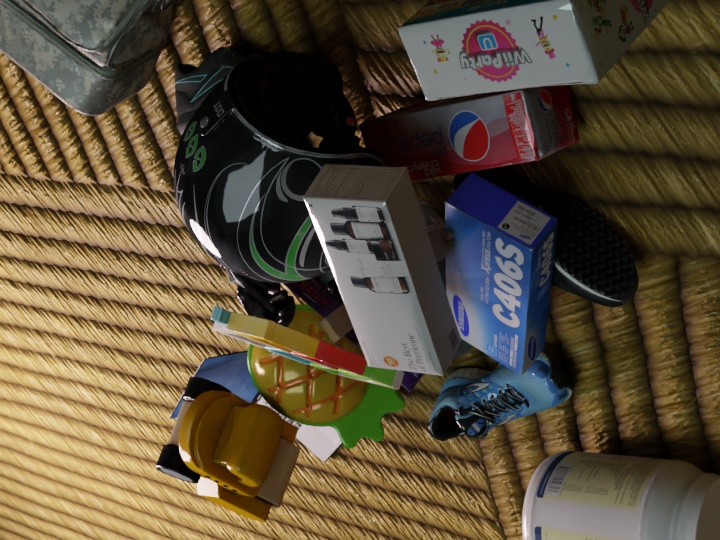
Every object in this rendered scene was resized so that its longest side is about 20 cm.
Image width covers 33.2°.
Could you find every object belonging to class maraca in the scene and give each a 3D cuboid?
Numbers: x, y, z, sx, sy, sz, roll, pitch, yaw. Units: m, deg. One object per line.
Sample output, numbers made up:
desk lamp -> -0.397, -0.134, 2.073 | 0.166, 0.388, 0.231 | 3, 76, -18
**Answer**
maraca -> -0.041, 0.125, 1.429 | 0.199, 0.107, 0.138 | 34, 100, -6

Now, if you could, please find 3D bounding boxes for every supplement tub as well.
supplement tub -> 0.282, 0.265, 1.241 | 0.198, 0.145, 0.146 | -1, 125, 43

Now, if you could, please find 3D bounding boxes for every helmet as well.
helmet -> -0.076, -0.083, 1.123 | 0.199, 0.200, 0.192 | 35, 132, 10

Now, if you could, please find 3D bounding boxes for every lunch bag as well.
lunch bag -> -0.293, -0.290, 1.250 | 0.199, 0.139, 0.168 | 39, 127, 4

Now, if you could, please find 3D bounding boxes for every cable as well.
cable -> -0.137, -0.008, 1.341 | 0.164, 0.051, 0.200 | 49, -176, -12

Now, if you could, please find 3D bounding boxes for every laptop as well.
laptop -> -0.116, 0.182, 1.548 | 0.199, 0.116, 0.188 | 41, 144, 3

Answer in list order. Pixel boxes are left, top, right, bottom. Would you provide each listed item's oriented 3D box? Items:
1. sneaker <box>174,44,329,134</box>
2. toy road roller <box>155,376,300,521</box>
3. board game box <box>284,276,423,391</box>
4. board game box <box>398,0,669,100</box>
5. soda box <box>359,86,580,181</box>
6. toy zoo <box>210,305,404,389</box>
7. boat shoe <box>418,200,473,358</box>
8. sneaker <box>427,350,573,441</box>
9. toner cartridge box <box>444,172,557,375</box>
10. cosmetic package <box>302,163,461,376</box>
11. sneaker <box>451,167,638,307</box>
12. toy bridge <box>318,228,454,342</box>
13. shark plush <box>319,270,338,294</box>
sneaker -> -0.117, -0.194, 1.223 | 0.198, 0.075, 0.081 | -13, 90, 32
toy road roller -> -0.136, 0.220, 1.456 | 0.145, 0.125, 0.199 | -1, 152, 47
board game box -> -0.010, 0.057, 1.351 | 0.199, 0.032, 0.120 | 40, 179, 3
board game box -> 0.143, -0.203, 0.872 | 0.146, 0.200, 0.065 | 0, 127, 41
soda box -> 0.095, -0.125, 1.089 | 0.198, 0.070, 0.064 | -4, 106, 46
toy zoo -> -0.068, 0.078, 1.250 | 0.198, 0.021, 0.131 | 23, 171, -29
boat shoe -> 0.083, 0.016, 1.245 | 0.203, 0.073, 0.065 | 71, 176, -47
sneaker -> 0.146, 0.147, 1.296 | 0.079, 0.090, 0.199 | 49, 142, -9
toner cartridge box -> 0.127, 0.008, 1.117 | 0.094, 0.043, 0.201 | 32, 152, 26
cosmetic package -> 0.022, 0.003, 1.047 | 0.081, 0.051, 0.202 | 6, 135, 31
sneaker -> 0.171, -0.024, 1.140 | 0.199, 0.070, 0.090 | 34, 156, 14
toy bridge -> 0.033, 0.009, 1.144 | 0.027, 0.067, 0.200 | 52, 141, 1
shark plush -> 0.000, 0.000, 1.236 | 0.091, 0.083, 0.200 | 49, 180, -20
